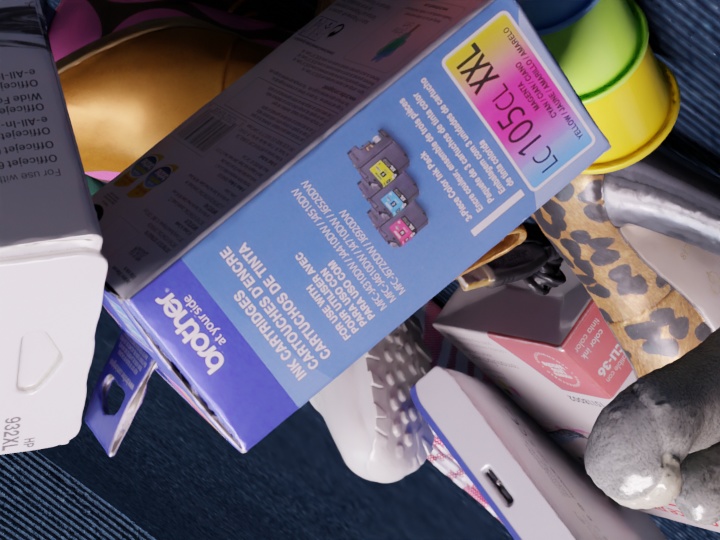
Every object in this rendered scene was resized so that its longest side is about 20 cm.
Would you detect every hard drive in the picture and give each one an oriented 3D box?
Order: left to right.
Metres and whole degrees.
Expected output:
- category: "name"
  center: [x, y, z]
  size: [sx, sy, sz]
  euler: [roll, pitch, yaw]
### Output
- category: "hard drive"
  center: [0.103, 0.115, 1.236]
  size: [0.132, 0.025, 0.200]
  euler: [53, -169, 20]

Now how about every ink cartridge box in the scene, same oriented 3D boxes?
- category: "ink cartridge box"
  center: [-0.157, -0.050, 0.865]
  size: [0.145, 0.084, 0.200]
  euler: [108, 149, -57]
- category: "ink cartridge box"
  center: [-0.027, -0.018, 0.864]
  size: [0.076, 0.200, 0.136]
  euler: [55, 173, -19]
- category: "ink cartridge box"
  center: [0.145, 0.068, 1.204]
  size: [0.200, 0.068, 0.116]
  euler: [42, 164, -26]

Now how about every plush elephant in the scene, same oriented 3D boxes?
- category: "plush elephant"
  center: [0.205, 0.056, 0.880]
  size: [0.155, 0.165, 0.200]
  euler: [44, -163, 19]

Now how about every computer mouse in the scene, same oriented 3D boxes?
- category: "computer mouse"
  center: [0.000, 0.000, 1.125]
  size: [0.200, 0.046, 0.140]
  euler: [-6, -163, -34]

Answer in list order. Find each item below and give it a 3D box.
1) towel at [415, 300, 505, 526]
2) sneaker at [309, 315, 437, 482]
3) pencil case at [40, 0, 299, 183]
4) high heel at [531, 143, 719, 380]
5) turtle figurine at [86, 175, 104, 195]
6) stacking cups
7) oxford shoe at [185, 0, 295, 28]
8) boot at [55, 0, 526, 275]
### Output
- category: "towel"
  center: [0.090, 0.097, 1.367]
  size: [0.200, 0.030, 0.146]
  euler: [41, -159, -18]
- category: "sneaker"
  center: [-0.017, 0.030, 1.224]
  size: [0.076, 0.080, 0.200]
  euler: [50, -159, -47]
- category: "pencil case"
  center: [-0.047, -0.073, 1.082]
  size: [0.200, 0.094, 0.091]
  euler: [14, 164, 7]
- category: "high heel"
  center: [0.111, 0.006, 1.064]
  size: [0.142, 0.071, 0.200]
  euler: [26, 146, 10]
- category: "turtle figurine"
  center: [-0.157, -0.057, 1.178]
  size: [0.200, 0.150, 0.101]
  euler: [41, 145, 2]
- category: "stacking cups"
  center: [0.061, -0.119, 0.865]
  size: [0.060, 0.061, 0.200]
  euler: [24, 156, 38]
- category: "oxford shoe"
  center: [-0.054, -0.093, 1.151]
  size: [0.200, 0.071, 0.073]
  euler: [29, 160, 24]
- category: "boot"
  center: [-0.044, -0.034, 0.991]
  size: [0.071, 0.201, 0.144]
  euler: [93, 157, -69]
